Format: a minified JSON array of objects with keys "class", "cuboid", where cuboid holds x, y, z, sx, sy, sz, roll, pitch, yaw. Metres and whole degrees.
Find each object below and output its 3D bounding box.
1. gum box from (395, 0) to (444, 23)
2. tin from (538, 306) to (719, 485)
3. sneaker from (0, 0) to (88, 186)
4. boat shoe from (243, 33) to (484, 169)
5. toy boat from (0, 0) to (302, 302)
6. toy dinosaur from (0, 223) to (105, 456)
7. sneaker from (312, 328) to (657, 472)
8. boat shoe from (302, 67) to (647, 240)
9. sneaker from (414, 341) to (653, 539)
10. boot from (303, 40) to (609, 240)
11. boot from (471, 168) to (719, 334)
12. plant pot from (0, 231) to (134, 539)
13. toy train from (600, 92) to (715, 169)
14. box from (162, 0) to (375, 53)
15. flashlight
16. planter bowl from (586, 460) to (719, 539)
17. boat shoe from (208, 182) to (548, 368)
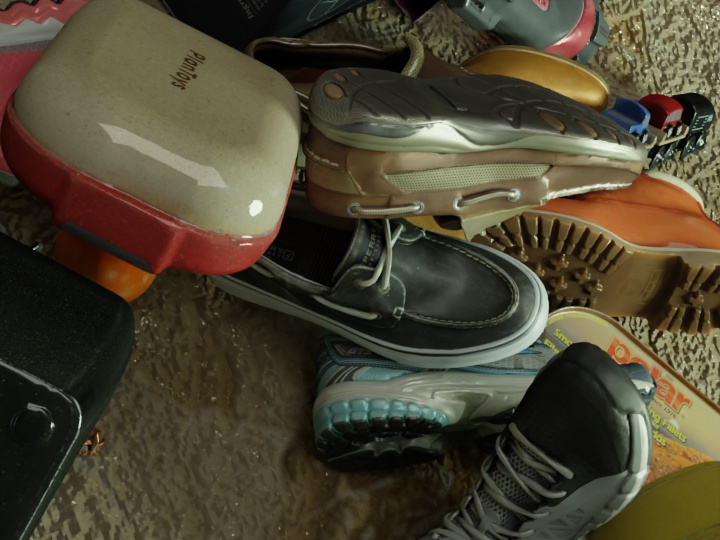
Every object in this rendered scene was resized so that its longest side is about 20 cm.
[{"class":"gum box","cuboid":[0.021,-0.278,1.007,0.201,0.066,0.113,52,50,-2]},{"class":"tin","cuboid":[0.168,0.106,0.943,0.200,0.042,0.112,39,57,-11]},{"class":"sneaker","cuboid":[-0.202,-0.082,0.765,0.199,0.074,0.088,-17,79,-38]},{"class":"boat shoe","cuboid":[0.027,-0.089,0.836,0.200,0.075,0.075,3,55,-8]},{"class":"toy boat","cuboid":[-0.105,-0.042,0.730,0.130,0.131,0.200,26,24,-8]},{"class":"toy dinosaur","cuboid":[-0.216,0.033,0.710,0.200,0.102,0.137,37,66,-36]},{"class":"sneaker","cuboid":[0.069,0.054,0.855,0.198,0.078,0.087,-1,59,-14]},{"class":"boat shoe","cuboid":[0.057,-0.057,0.790,0.198,0.072,0.076,3,28,-26]},{"class":"sneaker","cuboid":[0.073,0.127,0.778,0.115,0.201,0.075,-30,62,-31]},{"class":"boot","cuboid":[0.061,-0.063,0.914,0.199,0.071,0.145,4,55,-12]},{"class":"boot","cuboid":[0.150,-0.024,0.983,0.198,0.075,0.108,11,43,-22]},{"class":"plant pot","cuboid":[-0.201,0.065,0.582,0.198,0.177,0.201,30,85,-18]},{"class":"toy train","cuboid":[0.193,-0.093,1.006,0.034,0.046,0.199,32,24,21]},{"class":"box","cuboid":[-0.018,-0.222,0.870,0.148,0.200,0.107,-35,88,-39]},{"class":"flashlight","cuboid":[0.098,-0.174,0.952,0.068,0.068,0.200,49,13,23]},{"class":"planter bowl","cuboid":[0.182,0.163,0.840,0.199,0.201,0.084,-4,54,-34]},{"class":"boat shoe","cuboid":[0.000,0.000,0.804,0.198,0.071,0.073,11,70,11]}]
